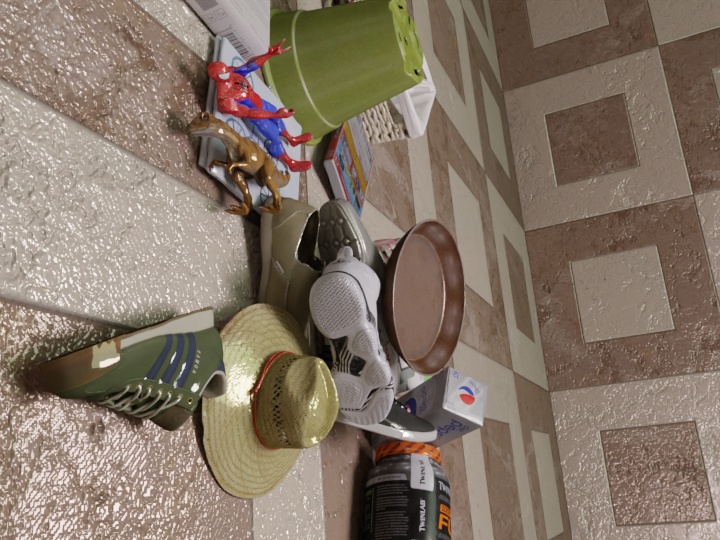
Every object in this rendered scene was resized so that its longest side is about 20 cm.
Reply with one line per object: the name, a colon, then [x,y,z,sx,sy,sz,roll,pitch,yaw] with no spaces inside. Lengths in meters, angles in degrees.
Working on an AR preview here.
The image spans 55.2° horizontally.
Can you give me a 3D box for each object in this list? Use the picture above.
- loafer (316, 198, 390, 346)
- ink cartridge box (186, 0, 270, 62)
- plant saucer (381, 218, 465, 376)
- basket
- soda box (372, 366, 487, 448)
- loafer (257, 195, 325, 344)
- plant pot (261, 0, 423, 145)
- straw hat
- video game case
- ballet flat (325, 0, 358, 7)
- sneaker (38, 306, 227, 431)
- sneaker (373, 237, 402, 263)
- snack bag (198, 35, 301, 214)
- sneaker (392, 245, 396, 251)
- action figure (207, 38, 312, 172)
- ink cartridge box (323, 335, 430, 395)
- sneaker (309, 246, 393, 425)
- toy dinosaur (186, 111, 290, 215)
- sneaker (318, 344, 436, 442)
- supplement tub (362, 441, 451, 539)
loafer: [0.000,0.000,0.870,0.070,0.069,0.202,-46,125,-52]
ink cartridge box: [-0.168,-0.381,0.845,0.161,0.050,0.202,43,36,-55]
plant saucer: [0.081,0.035,0.900,0.199,0.034,0.203,0,90,-55]
basket: [0.051,-0.328,1.245,0.201,0.122,0.137,-70,143,-51]
soda box: [0.094,0.209,0.979,0.068,0.200,0.064,26,53,-15]
loafer: [-0.078,0.011,0.812,0.076,0.067,0.203,-12,99,-68]
plant pot: [-0.014,-0.303,0.985,0.200,0.188,0.203,-12,90,-69]
straw hat: [-0.069,0.135,0.710,0.200,0.084,0.204,7,82,-57]
video game case: [-0.015,-0.177,1.121,0.201,0.017,0.144,-78,157,-46]
ballet flat: [-0.033,-0.434,1.191,0.063,0.076,0.202,16,55,-31]
sneaker: [-0.168,0.090,0.567,0.200,0.066,0.091,-20,92,-71]
sneaker: [0.029,-0.017,1.061,0.200,0.103,0.076,0,82,-67]
snack bag: [-0.128,-0.157,0.856,0.200,0.021,0.191,41,43,-56]
sneaker: [0.105,0.012,1.036,0.200,0.075,0.117,3,81,-64]
action figure: [-0.095,-0.191,0.805,0.200,0.098,0.066,33,49,-57]
ink cartridge box: [0.028,0.110,1.018,0.200,0.083,0.148,4,75,-67]
sneaker: [-0.002,0.073,0.797,0.115,0.074,0.202,-75,153,-61]
toy dinosaur: [-0.111,-0.111,0.771,0.200,0.060,0.108,35,48,-60]
sneaker: [0.023,0.152,0.870,0.198,0.071,0.100,21,78,-22]
supplement tub: [0.063,0.346,0.937,0.123,0.121,0.202,52,34,-48]
